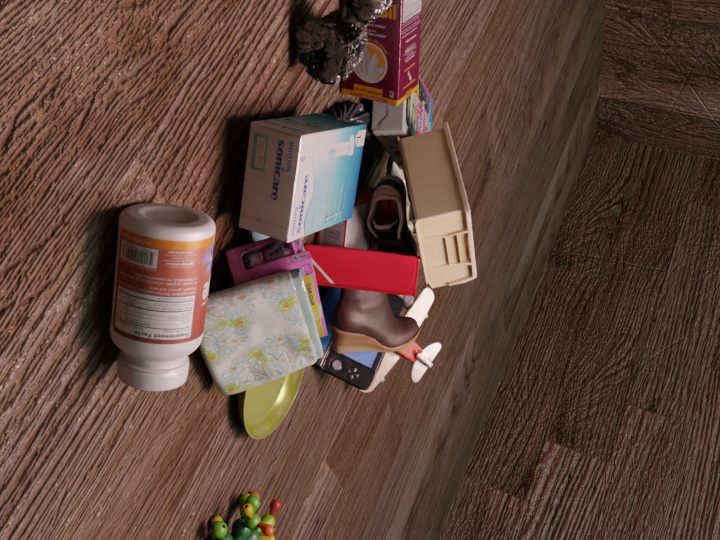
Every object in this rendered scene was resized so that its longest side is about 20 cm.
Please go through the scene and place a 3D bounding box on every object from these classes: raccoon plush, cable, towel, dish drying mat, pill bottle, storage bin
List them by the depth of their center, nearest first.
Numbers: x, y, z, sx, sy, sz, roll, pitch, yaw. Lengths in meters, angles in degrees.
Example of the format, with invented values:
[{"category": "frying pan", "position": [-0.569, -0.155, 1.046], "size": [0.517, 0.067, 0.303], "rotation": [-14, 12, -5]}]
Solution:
[{"category": "pill bottle", "position": [-0.235, 0.032, 0.987], "size": [0.112, 0.111, 0.203], "rotation": [-25, 129, -62]}, {"category": "towel", "position": [-0.146, 0.091, 1.199], "size": [0.169, 0.049, 0.202], "rotation": [-19, 138, -8]}, {"category": "raccoon plush", "position": [-0.002, -0.343, 1.221], "size": [0.134, 0.198, 0.098], "rotation": [-45, 113, -51]}, {"category": "dish drying mat", "position": [0.000, 0.000, 1.431], "size": [0.018, 0.196, 0.078], "rotation": [-73, 169, -63]}, {"category": "cable", "position": [-0.025, -0.206, 1.434], "size": [0.200, 0.050, 0.166], "rotation": [-43, 136, -56]}, {"category": "storage bin", "position": [0.134, -0.106, 1.457], "size": [0.200, 0.092, 0.202], "rotation": [73, 6, -53]}]

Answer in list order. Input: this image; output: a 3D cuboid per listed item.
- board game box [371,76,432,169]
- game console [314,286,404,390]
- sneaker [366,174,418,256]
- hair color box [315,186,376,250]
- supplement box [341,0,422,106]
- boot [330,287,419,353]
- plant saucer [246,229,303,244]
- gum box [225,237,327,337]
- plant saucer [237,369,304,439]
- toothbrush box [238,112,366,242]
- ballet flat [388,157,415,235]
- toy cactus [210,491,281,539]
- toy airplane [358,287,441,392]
[{"category": "board game box", "position": [0.079, -0.288, 1.547], "size": [0.200, 0.063, 0.150], "rotation": [36, 56, -69]}, {"category": "game console", "position": [-0.012, 0.097, 1.587], "size": [0.202, 0.169, 0.118], "rotation": [-66, -176, -18]}, {"category": "sneaker", "position": [0.053, -0.062, 1.502], "size": [0.080, 0.077, 0.203], "rotation": [-58, 141, -58]}, {"category": "hair color box", "position": [-0.009, -0.081, 1.528], "size": [0.199, 0.063, 0.113], "rotation": [-26, 127, -60]}, {"category": "supplement box", "position": [0.033, -0.382, 1.350], "size": [0.086, 0.109, 0.203], "rotation": [-47, 146, -47]}, {"category": "boot", "position": [0.039, 0.066, 1.537], "size": [0.197, 0.072, 0.169], "rotation": [-8, 122, -32]}, {"category": "plant saucer", "position": [-0.122, -0.111, 1.264], "size": [0.200, 0.035, 0.203], "rotation": [-48, 147, -46]}, {"category": "gum box", "position": [-0.122, 0.034, 1.243], "size": [0.112, 0.067, 0.202], "rotation": [-19, 141, -8]}, {"category": "plant saucer", "position": [-0.152, 0.180, 1.408], "size": [0.200, 0.031, 0.202], "rotation": [-51, 150, -45]}, {"category": "toothbrush box", "position": [-0.078, -0.137, 1.191], "size": [0.200, 0.084, 0.149], "rotation": [-30, 133, -61]}, {"category": "ballet flat", "position": [0.098, -0.155, 1.738], "size": [0.068, 0.063, 0.202], "rotation": [-55, 152, -38]}, {"category": "toy cactus", "position": [-0.202, 0.461, 1.426], "size": [0.167, 0.101, 0.200], "rotation": [-63, 167, 0]}, {"category": "toy airplane", "position": [0.072, 0.143, 1.785], "size": [0.197, 0.141, 0.203], "rotation": [-12, 108, -29]}]
